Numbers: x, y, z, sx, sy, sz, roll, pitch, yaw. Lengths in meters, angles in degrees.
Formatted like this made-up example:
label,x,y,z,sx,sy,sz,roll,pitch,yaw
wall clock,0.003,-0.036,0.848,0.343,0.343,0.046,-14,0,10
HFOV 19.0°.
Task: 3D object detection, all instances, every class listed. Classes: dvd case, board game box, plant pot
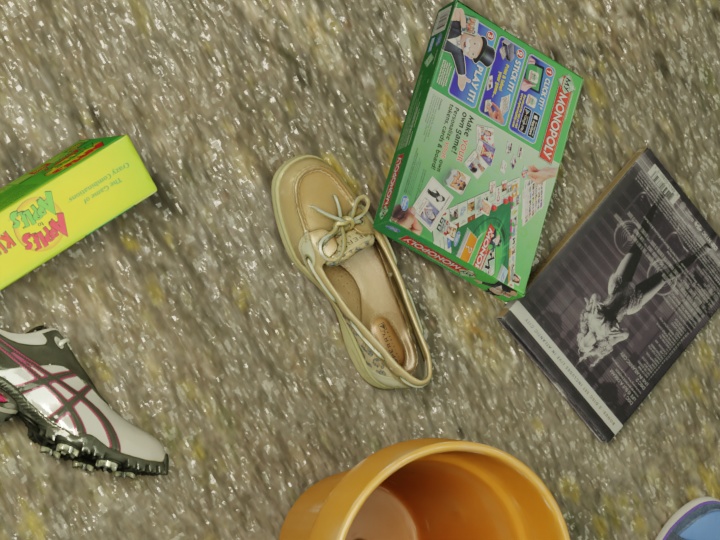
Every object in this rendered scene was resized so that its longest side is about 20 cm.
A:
label,x,y,z,sx,sy,sz,roll,pitch,yaw
dvd case,0.220,0.020,1.787,0.200,0.016,0.149,-48,110,-19
board game box,-0.250,-0.024,1.510,0.199,0.101,0.048,-34,105,-22
plant pot,0.029,0.220,1.602,0.199,0.183,0.202,0,91,-25
board game box,0.095,-0.094,1.694,0.134,0.029,0.201,29,65,-24

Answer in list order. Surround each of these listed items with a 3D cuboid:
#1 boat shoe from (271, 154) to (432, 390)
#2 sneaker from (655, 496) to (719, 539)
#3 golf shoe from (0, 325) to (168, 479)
label,x,y,z,sx,sy,sz,roll,pitch,yaw
boat shoe,0.000,0.000,1.653,0.073,0.063,0.201,-35,104,-21
sneaker,0.285,0.283,1.747,0.080,0.146,0.201,36,76,-21
golf shoe,-0.216,0.089,1.544,0.199,0.077,0.089,27,72,-24
